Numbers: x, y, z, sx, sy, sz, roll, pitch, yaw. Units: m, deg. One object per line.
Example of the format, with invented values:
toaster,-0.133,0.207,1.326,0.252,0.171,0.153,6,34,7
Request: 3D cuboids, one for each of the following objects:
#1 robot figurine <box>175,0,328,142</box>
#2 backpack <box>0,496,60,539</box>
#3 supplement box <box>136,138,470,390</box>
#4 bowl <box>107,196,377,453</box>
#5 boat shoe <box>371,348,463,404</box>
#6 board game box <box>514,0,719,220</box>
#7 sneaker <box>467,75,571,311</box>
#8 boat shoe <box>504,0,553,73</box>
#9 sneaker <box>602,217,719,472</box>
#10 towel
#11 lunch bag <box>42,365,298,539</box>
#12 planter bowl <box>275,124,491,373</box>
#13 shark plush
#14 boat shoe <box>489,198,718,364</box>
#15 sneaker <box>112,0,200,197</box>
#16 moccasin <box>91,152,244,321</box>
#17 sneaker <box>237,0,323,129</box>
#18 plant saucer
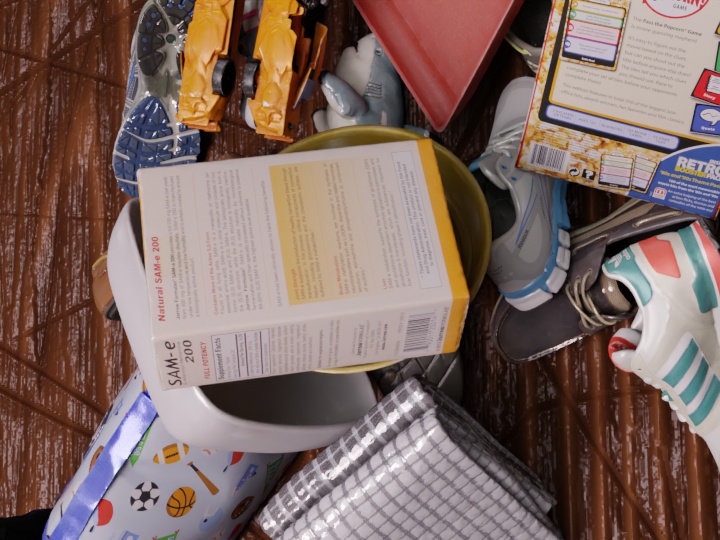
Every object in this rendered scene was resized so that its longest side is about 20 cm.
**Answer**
robot figurine,-0.085,-0.212,0.955,0.143,0.058,0.204,10,88,16
backpack,-0.243,0.292,0.986,0.188,0.200,0.156,21,97,17
supplement box,-0.040,-0.005,0.757,0.196,0.074,0.128,-6,59,-7
bowl,-0.097,0.051,0.868,0.075,0.199,0.201,-42,59,26
boat shoe,0.029,0.027,0.955,0.075,0.074,0.203,-21,93,6
board game box,0.195,-0.140,0.786,0.149,0.202,0.047,15,45,8
sneaker,0.116,-0.076,0.891,0.074,0.086,0.203,-24,48,37
boat shoe,0.118,-0.251,0.952,0.072,0.060,0.204,-32,73,17
sneaker,0.227,0.067,0.835,0.092,0.070,0.203,-14,108,10
towel,0.043,0.184,0.874,0.165,0.200,0.086,-42,39,8
lunch bag,-0.154,0.152,0.950,0.123,0.199,0.171,37,99,22
planter bowl,0.000,0.000,0.858,0.197,0.084,0.203,-5,59,8
shark plush,0.030,-0.104,0.974,0.082,0.091,0.202,-24,67,-13
boat shoe,0.179,0.004,0.880,0.199,0.073,0.075,-40,98,15
sneaker,-0.179,-0.161,1.059,0.086,0.076,0.202,-111,34,-56
moccasin,-0.171,-0.039,1.047,0.201,0.073,0.078,-43,62,31
sneaker,-0.103,-0.228,1.031,0.119,0.084,0.203,12,82,19
plant saucer,0.072,-0.249,0.924,0.201,0.036,0.201,60,139,32
